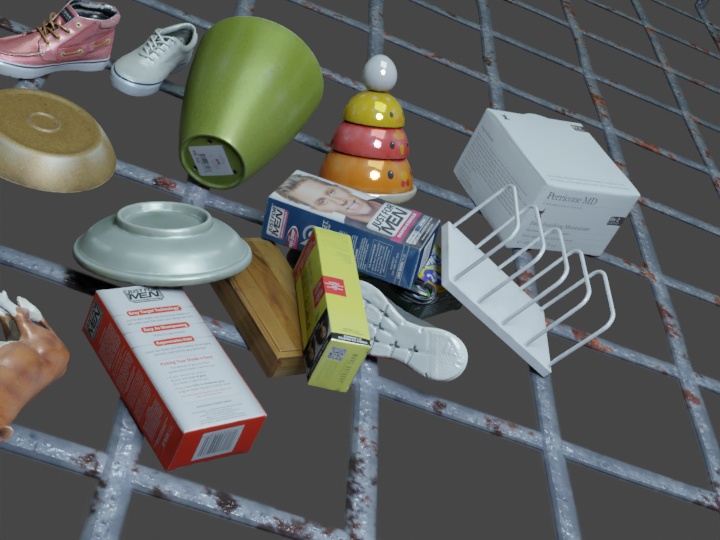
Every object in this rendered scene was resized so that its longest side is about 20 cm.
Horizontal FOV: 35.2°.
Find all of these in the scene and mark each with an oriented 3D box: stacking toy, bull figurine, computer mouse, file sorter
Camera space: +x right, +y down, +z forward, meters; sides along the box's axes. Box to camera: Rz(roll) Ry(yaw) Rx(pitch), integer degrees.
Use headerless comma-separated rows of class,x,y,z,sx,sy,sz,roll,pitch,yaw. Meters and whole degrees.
stacking toy,0.015,-0.198,1.571,0.146,0.200,0.146,6,17,-2
bull figurine,-0.341,0.095,1.035,0.122,0.065,0.200,60,23,-12
computer mouse,0.000,0.000,1.407,0.200,0.034,0.059,15,43,15
file sorter,0.216,0.006,1.471,0.200,0.124,0.139,41,27,-21

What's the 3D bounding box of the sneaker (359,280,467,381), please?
sneaker,0.041,0.078,1.373,0.200,0.077,0.082,31,1,17

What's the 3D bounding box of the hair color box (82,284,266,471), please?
hair color box,-0.192,0.102,1.154,0.101,0.061,0.200,-6,46,-40

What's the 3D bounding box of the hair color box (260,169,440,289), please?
hair color box,-0.012,-0.053,1.407,0.200,0.061,0.100,19,29,10

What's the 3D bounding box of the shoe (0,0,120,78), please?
shoe,-0.420,-0.320,1.544,0.200,0.091,0.071,-15,52,-47

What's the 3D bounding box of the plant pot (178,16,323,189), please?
plant pot,-0.166,-0.206,1.521,0.187,0.187,0.200,24,48,-5

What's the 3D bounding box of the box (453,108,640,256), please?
box,0.289,-0.138,1.777,0.199,0.131,0.200,4,40,-32

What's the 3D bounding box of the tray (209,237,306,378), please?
tray,-0.106,0.038,1.330,0.099,0.037,0.200,-3,43,-39

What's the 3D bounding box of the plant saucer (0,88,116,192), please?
plant saucer,-0.397,-0.172,1.407,0.200,0.035,0.200,20,33,-13

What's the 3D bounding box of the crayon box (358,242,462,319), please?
crayon box,0.040,-0.021,1.506,0.126,0.052,0.200,-13,50,-46

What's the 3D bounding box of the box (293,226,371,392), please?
box,-0.034,0.040,1.281,0.050,0.075,0.200,15,36,-19

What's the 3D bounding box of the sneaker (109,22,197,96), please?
sneaker,-0.299,-0.313,1.641,0.073,0.071,0.200,29,32,1

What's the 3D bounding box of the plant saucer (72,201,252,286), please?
plant saucer,-0.221,-0.039,1.273,0.200,0.050,0.200,5,19,-2
